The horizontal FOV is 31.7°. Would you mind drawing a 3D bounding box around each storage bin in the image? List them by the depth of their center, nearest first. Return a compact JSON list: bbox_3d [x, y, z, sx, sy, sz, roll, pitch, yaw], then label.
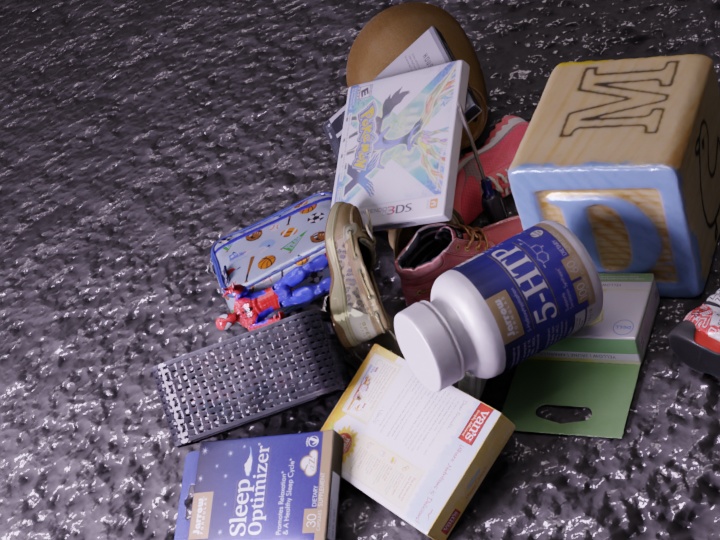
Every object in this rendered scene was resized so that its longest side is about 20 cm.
[{"bbox_3d":[-0.119,0.121,1.425,0.198,0.095,0.135,-19,-7,6],"label":"storage bin"}]

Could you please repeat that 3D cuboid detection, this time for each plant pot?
[{"bbox_3d":[0.095,-0.238,1.696,0.185,0.188,0.200,-26,32,-3],"label":"plant pot"}]

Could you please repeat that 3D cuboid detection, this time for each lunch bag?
[{"bbox_3d":[-0.102,-0.019,1.653,0.198,0.076,0.161,-23,35,0],"label":"lunch bag"}]

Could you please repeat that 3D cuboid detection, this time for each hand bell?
[{"bbox_3d":[0.043,-0.054,1.626,0.104,0.105,0.200,-35,26,-14],"label":"hand bell"}]

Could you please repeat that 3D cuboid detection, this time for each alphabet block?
[{"bbox_3d":[0.302,-0.107,1.442,0.194,0.197,0.201,3,46,28],"label":"alphabet block"}]

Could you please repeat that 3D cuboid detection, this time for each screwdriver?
[{"bbox_3d":[0.149,-0.125,1.536,0.028,0.202,0.029,20,52,42],"label":"screwdriver"}]

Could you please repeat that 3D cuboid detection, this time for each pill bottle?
[{"bbox_3d":[0.141,0.041,1.316,0.198,0.121,0.120,-27,37,-17],"label":"pill bottle"}]

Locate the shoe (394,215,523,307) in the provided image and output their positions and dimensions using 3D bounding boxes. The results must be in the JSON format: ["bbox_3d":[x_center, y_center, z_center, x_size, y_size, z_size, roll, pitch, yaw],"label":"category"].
[{"bbox_3d":[0.132,-0.025,1.513,0.199,0.092,0.071,-33,43,-11],"label":"shoe"}]

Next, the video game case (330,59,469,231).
[{"bbox_3d":[0.045,-0.147,1.543,0.181,0.022,0.203,-7,67,39],"label":"video game case"}]

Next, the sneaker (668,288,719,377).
[{"bbox_3d":[0.415,0.075,1.266,0.108,0.068,0.201,-40,38,-16],"label":"sneaker"}]

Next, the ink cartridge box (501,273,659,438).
[{"bbox_3d":[0.233,0.086,1.370,0.144,0.048,0.201,0,42,28],"label":"ink cartridge box"}]

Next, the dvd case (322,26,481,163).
[{"bbox_3d":[0.048,-0.191,1.592,0.199,0.025,0.151,-39,50,21],"label":"dvd case"}]

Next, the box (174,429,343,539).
[{"bbox_3d":[-0.116,0.240,1.354,0.198,0.032,0.123,-9,60,24],"label":"box"}]

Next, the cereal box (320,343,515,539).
[{"bbox_3d":[0.050,0.178,1.332,0.199,0.039,0.145,27,80,44],"label":"cereal box"}]

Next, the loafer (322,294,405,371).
[{"bbox_3d":[0.015,0.083,1.470,0.075,0.070,0.199,-41,41,-21],"label":"loafer"}]

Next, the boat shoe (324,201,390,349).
[{"bbox_3d":[0.000,0.000,1.462,0.062,0.073,0.202,-17,52,15],"label":"boat shoe"}]

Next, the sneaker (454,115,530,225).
[{"bbox_3d":[0.181,-0.128,1.627,0.086,0.074,0.200,16,53,38],"label":"sneaker"}]

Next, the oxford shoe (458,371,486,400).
[{"bbox_3d":[0.149,0.071,1.422,0.057,0.076,0.201,20,48,-3],"label":"oxford shoe"}]

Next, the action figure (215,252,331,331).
[{"bbox_3d":[-0.090,0.024,1.528,0.198,0.066,0.099,-27,-3,3],"label":"action figure"}]
